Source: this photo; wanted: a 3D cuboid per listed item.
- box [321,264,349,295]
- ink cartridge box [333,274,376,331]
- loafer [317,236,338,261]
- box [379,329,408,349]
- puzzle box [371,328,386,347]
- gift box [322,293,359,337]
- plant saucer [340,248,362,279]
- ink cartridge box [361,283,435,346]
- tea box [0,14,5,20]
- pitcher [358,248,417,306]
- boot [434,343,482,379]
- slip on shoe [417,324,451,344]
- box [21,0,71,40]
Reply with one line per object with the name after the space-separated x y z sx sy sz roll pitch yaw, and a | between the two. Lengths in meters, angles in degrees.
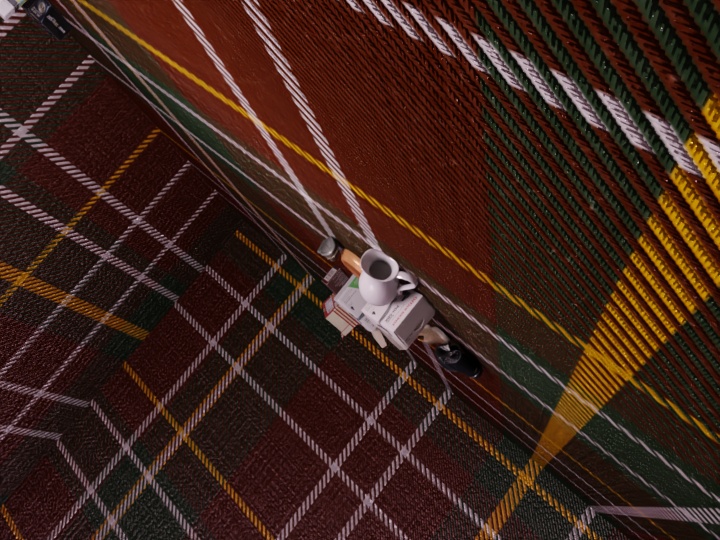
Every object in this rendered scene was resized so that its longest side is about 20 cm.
-0.079 0.080 2.519 0.200 0.101 0.075 45 170 -31 | box
0.015 0.125 2.155 0.199 0.147 0.083 41 171 -12 | ink cartridge box
-0.105 -0.076 1.966 0.069 0.076 0.200 30 179 -13 | loafer
0.162 0.244 2.217 0.127 0.109 0.200 41 172 3 | box
0.046 0.218 2.294 0.203 0.025 0.133 66 173 -17 | puzzle box
-0.086 0.231 2.895 0.186 0.184 0.201 42 -165 -26 | gift box
0.000 0.000 1.949 0.199 0.038 0.200 41 171 7 | plant saucer
0.115 0.124 1.672 0.083 0.147 0.199 47 169 -32 | ink cartridge box
-1.224 -1.003 1.827 0.200 0.198 0.133 46 169 -33 | tea box
0.077 0.035 1.551 0.169 0.123 0.201 24 158 9 | pitcher
0.308 0.296 1.866 0.167 0.077 0.199 37 169 -35 | boot
0.254 0.235 1.909 0.076 0.061 0.199 43 172 -20 | slip on shoe
-1.373 -1.110 2.355 0.199 0.086 0.164 34 169 41 | box
